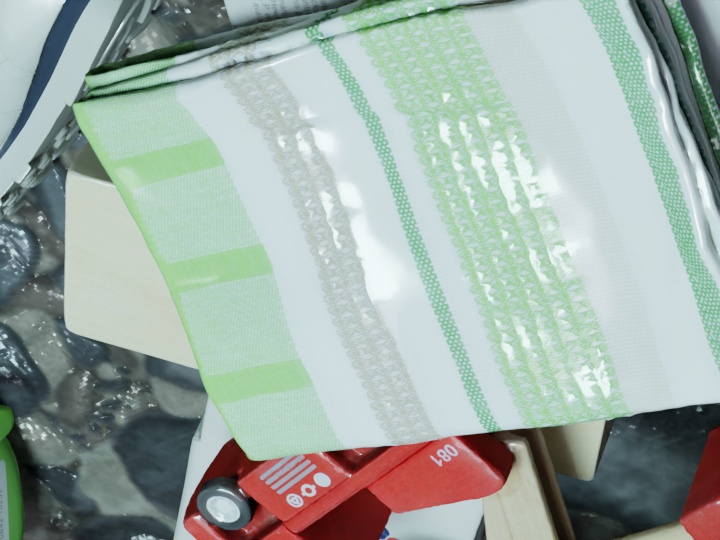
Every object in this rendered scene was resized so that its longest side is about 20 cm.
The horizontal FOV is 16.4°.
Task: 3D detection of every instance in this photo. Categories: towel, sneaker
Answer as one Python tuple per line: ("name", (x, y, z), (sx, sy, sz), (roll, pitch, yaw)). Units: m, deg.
("towel", (0.019, -0.012, 0.745), (0.200, 0.031, 0.149), (-11, 112, 32))
("sneaker", (-0.137, -0.071, 0.886), (0.080, 0.076, 0.200), (36, 129, -3))

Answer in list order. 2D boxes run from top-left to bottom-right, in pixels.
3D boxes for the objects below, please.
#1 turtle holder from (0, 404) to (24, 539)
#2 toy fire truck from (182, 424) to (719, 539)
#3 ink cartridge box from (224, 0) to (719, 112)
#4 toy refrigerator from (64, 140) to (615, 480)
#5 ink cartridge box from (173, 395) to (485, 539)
("turtle holder", (-0.231, 0.122, 1.035), (0.132, 0.186, 0.141), (12, 140, 35))
("toy fire truck", (0.047, 0.073, 0.845), (0.141, 0.049, 0.200), (42, 130, -12))
("ink cartridge box", (0.072, -0.070, 0.768), (0.200, 0.085, 0.145), (5, 133, 23))
("toy refrigerator", (0.000, 0.000, 0.886), (0.200, 0.070, 0.076), (15, 131, 11))
("ink cartridge box", (-0.010, 0.099, 0.985), (0.115, 0.068, 0.200), (20, 138, 5))
